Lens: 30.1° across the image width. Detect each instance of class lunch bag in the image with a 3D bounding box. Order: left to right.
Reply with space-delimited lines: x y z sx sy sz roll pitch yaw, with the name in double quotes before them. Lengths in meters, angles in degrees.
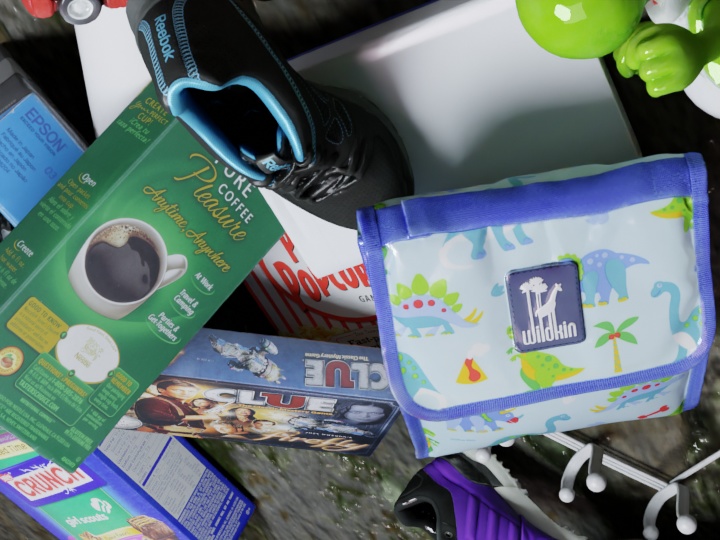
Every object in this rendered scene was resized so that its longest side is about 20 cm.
"lunch bag" 0.093 0.012 0.708 0.169 0.128 0.200 -11 149 3

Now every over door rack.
"over door rack" 0.172 0.106 0.883 0.147 0.067 0.200 25 142 -1

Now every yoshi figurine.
"yoshi figurine" 0.147 -0.104 0.628 0.200 0.112 0.112 43 145 -17

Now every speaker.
"speaker" -0.120 -0.147 0.741 0.081 0.081 0.200 15 141 13

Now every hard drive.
"hard drive" 0.037 -0.078 0.728 0.199 0.025 0.132 -19 126 18

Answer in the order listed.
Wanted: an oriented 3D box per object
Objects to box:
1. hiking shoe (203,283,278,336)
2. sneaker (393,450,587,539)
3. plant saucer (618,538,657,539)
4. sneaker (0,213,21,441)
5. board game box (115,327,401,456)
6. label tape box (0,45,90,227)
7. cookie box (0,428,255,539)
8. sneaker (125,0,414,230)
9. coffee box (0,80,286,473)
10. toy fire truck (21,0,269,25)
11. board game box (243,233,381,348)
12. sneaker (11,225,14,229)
"hiking shoe" -0.110 0.048 0.952 0.086 0.075 0.200 -5 140 36
"sneaker" 0.099 0.211 0.947 0.200 0.099 0.070 41 149 36
"plant saucer" 0.247 0.243 0.997 0.200 0.037 0.201 17 156 8
"sneaker" -0.248 0.024 0.885 0.080 0.074 0.201 -24 91 43
"board game box" -0.077 0.078 0.873 0.199 0.035 0.136 7 157 -7
"label tape box" -0.206 -0.069 0.871 0.144 0.063 0.200 52 175 -30
"cookie box" -0.223 0.185 1.180 0.171 0.075 0.200 -17 124 42
"sneaker" -0.040 -0.062 0.661 0.073 0.082 0.200 -34 136 21
"coffee box" -0.138 0.005 0.745 0.044 0.200 0.123 34 170 41
"toy fire truck" -0.066 -0.190 0.609 0.199 0.049 0.141 -9 141 -10
"board game box" 0.000 0.000 0.870 0.151 0.046 0.200 -6 131 32
"sneaker" -0.236 0.005 0.958 0.079 0.078 0.201 -7 115 19
